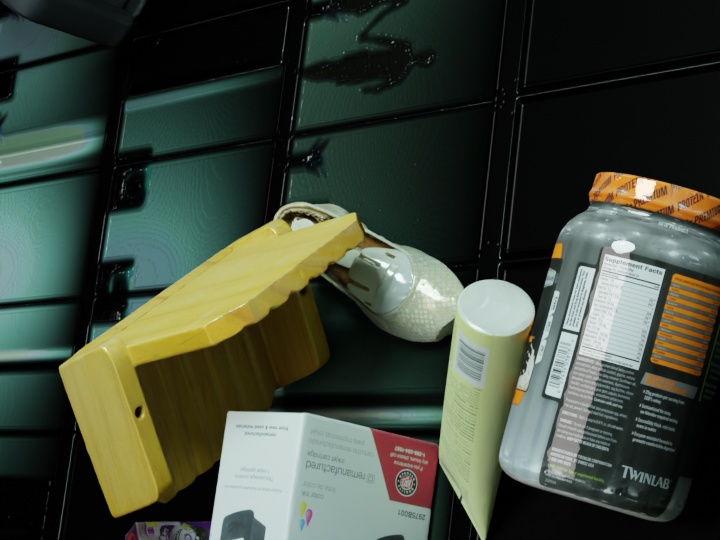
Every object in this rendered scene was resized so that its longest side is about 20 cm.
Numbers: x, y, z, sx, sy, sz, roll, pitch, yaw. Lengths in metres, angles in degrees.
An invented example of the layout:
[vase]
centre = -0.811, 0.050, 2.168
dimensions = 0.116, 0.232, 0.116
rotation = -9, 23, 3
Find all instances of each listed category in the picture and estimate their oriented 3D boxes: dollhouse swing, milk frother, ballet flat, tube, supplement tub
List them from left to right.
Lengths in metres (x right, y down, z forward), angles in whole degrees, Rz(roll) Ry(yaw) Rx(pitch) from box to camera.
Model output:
[milk frother]
centre = -0.260, -0.324, 1.690
dimensions = 0.180, 0.188, 0.201
rotation = 40, 106, 45
[dollhouse swing]
centre = -0.078, 0.069, 1.334
dimensions = 0.175, 0.200, 0.183
rotation = 3, 119, 40
[ballet flat]
centre = 0.000, 0.000, 1.399
dimensions = 0.200, 0.062, 0.068
rotation = 29, 99, 47
[tube]
centre = 0.079, 0.093, 1.244
dimensions = 0.058, 0.052, 0.201
rotation = -63, -15, -45
[supplement tub]
centre = 0.168, 0.047, 1.160
dimensions = 0.122, 0.122, 0.201
rotation = 13, 86, 48

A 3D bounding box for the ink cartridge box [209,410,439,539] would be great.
[ink cartridge box]
centre = -0.030, 0.210, 1.299
dimensions = 0.083, 0.145, 0.201
rotation = -3, 75, 44

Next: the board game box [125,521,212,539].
[board game box]
centre = -0.102, 0.281, 1.371
dimensions = 0.032, 0.120, 0.201
rotation = -49, 45, 44
